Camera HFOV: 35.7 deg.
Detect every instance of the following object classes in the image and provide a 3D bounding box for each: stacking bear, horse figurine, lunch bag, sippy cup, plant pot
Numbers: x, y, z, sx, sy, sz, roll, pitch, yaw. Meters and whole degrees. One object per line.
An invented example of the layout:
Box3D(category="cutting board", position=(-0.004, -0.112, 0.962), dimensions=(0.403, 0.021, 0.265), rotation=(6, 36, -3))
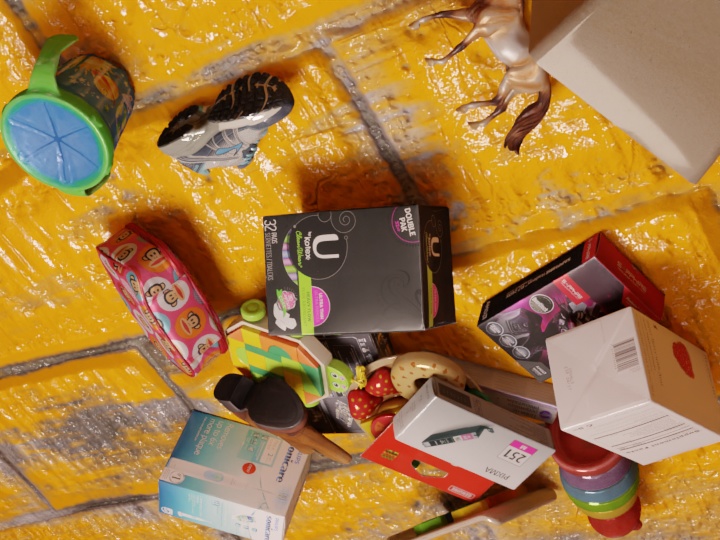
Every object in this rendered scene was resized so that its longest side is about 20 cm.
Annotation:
Box3D(category="stacking bear", position=(0.334, 0.290, 1.534), dimensions=(0.121, 0.114, 0.200), rotation=(-6, 132, 24))
Box3D(category="horse figurine", position=(0.144, -0.224, 1.174), dimensions=(0.132, 0.050, 0.200), rotation=(-28, 110, 17))
Box3D(category="lunch bag", position=(-0.275, 0.037, 1.509), dimensions=(0.176, 0.082, 0.200), rotation=(26, 148, 50))
Box3D(category="sippy cup", position=(-0.336, -0.186, 1.329), dimensions=(0.140, 0.130, 0.178), rotation=(33, 133, -12))
Box3D(category="plant pot", position=(0.291, -0.238, 1.032), dimensions=(0.200, 0.200, 0.177), rotation=(35, 121, -12))

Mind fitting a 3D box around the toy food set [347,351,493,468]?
Box3D(category="toy food set", position=(0.080, 0.189, 1.506), dimensions=(0.200, 0.049, 0.198), rotation=(-25, 120, 29))

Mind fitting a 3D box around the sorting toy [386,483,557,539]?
Box3D(category="sorting toy", position=(0.160, 0.354, 1.625), dimensions=(0.200, 0.185, 0.037), rotation=(-24, 78, 36))

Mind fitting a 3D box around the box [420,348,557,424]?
Box3D(category="box", position=(0.170, 0.157, 1.515), dimensions=(0.200, 0.041, 0.039), rotation=(15, 134, 6))

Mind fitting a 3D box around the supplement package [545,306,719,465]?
Box3D(category="supplement package", position=(0.332, 0.142, 1.339), dimensions=(0.120, 0.121, 0.200), rotation=(-26, 146, 33))

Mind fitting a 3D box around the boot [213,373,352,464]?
Box3D(category="boot", position=(-0.084, 0.222, 1.525), dimensions=(0.188, 0.069, 0.200), rotation=(0, 146, 48))

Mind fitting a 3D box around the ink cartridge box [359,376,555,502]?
Box3D(category="ink cartridge box", position=(0.126, 0.241, 1.481), dimensions=(0.200, 0.044, 0.174), rotation=(26, 121, -22))

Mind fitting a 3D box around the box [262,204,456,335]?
Box3D(category="box", position=(0.000, 0.000, 1.340), dimensions=(0.200, 0.124, 0.149), rotation=(-3, 91, 21))

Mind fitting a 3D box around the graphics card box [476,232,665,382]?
Box3D(category="graphics card box", position=(0.257, 0.050, 1.384), dimensions=(0.125, 0.051, 0.200), rotation=(41, 132, -18))

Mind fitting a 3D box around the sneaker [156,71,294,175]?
Box3D(category="sneaker", position=(-0.145, -0.169, 1.329), dimensions=(0.200, 0.078, 0.086), rotation=(-14, 136, 38))

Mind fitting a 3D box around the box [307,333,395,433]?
Box3D(category="box", position=(-0.024, 0.145, 1.567), dimensions=(0.158, 0.048, 0.200), rotation=(-5, 128, 24))

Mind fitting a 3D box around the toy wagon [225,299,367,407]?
Box3D(category="toy wagon", position=(-0.087, 0.121, 1.492), dimensions=(0.200, 0.040, 0.155), rotation=(18, 139, 23))

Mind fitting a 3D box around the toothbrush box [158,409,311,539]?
Box3D(category="toothbrush box", position=(-0.190, 0.317, 1.711), dimensions=(0.200, 0.146, 0.085), rotation=(16, 134, 6))
